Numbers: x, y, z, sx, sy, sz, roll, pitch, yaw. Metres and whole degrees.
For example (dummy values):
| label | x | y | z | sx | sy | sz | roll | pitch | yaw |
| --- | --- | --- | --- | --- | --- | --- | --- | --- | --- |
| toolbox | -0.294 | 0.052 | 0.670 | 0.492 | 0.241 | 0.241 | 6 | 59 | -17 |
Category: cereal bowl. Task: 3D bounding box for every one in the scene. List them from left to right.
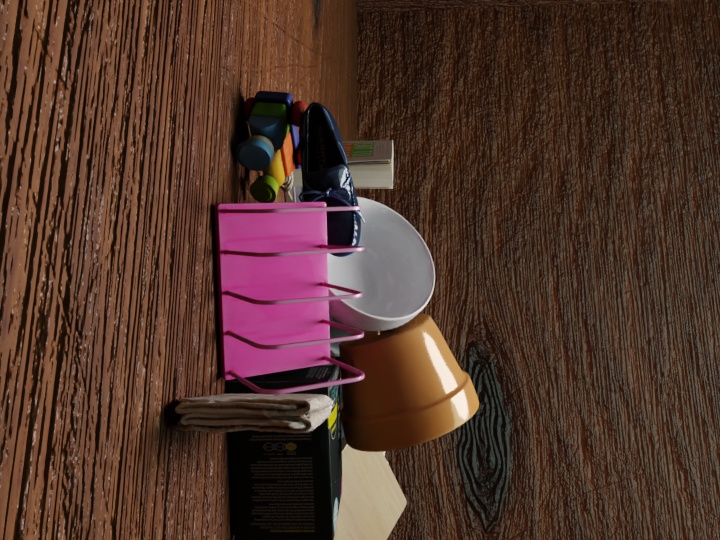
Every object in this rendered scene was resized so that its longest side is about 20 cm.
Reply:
| label | x | y | z | sx | sy | sz | roll | pitch | yaw |
| --- | --- | --- | --- | --- | --- | --- | --- | --- | --- |
| cereal bowl | 0.000 | 0.000 | 0.959 | 0.083 | 0.199 | 0.201 | -50 | -151 | 45 |

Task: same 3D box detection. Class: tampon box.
| label | x | y | z | sx | sy | sz | roll | pitch | yaw |
| --- | --- | --- | --- | --- | --- | --- | --- | --- | --- |
| tampon box | -0.090 | 0.224 | 0.895 | 0.150 | 0.125 | 0.201 | -58 | 146 | -84 |

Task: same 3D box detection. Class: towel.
| label | x | y | z | sx | sy | sz | roll | pitch | yaw |
| --- | --- | --- | --- | --- | --- | --- | --- | --- | --- |
| towel | -0.100 | 0.144 | 0.698 | 0.200 | 0.132 | 0.035 | 65 | 26 | -81 |

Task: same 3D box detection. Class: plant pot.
| label | x | y | z | sx | sy | sz | roll | pitch | yaw |
| --- | --- | --- | --- | --- | --- | --- | --- | --- | --- |
| plant pot | 0.054 | 0.149 | 0.980 | 0.200 | 0.199 | 0.141 | -67 | 141 | -81 |

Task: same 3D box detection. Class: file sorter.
| label | x | y | z | sx | sy | sz | roll | pitch | yaw |
| --- | --- | --- | --- | --- | --- | --- | --- | --- | --- |
| file sorter | -0.073 | 0.025 | 0.771 | 0.125 | 0.138 | 0.201 | 8 | -79 | 59 |

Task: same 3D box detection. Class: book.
| label | x | y | z | sx | sy | sz | roll | pitch | yaw |
| --- | --- | --- | --- | --- | --- | --- | --- | --- | --- |
| book | -0.046 | -0.178 | 1.129 | 0.134 | 0.199 | 0.048 | -85 | 173 | -62 |

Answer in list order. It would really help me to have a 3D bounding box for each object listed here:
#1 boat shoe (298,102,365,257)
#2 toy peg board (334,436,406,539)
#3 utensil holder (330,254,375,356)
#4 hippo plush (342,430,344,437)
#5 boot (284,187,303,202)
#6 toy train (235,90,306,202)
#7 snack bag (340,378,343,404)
| label | x | y | z | sx | sy | sz | roll | pitch | yaw |
| --- | --- | --- | --- | --- | --- | --- | --- | --- | --- |
| boat shoe | -0.050 | -0.116 | 0.879 | 0.069 | 0.084 | 0.201 | 68 | 5 | -81 |
| toy peg board | -0.042 | 0.375 | 1.108 | 0.199 | 0.097 | 0.201 | -49 | 125 | -41 |
| utensil holder | -0.031 | 0.045 | 1.130 | 0.200 | 0.169 | 0.171 | -154 | -119 | -68 |
| hippo plush | -0.053 | 0.318 | 1.206 | 0.159 | 0.160 | 0.201 | 43 | 47 | -86 |
| boot | -0.089 | -0.114 | 1.290 | 0.073 | 0.090 | 0.201 | -86 | 174 | -52 |
| toy train | -0.119 | -0.135 | 0.958 | 0.201 | 0.084 | 0.116 | 85 | 15 | -48 |
| snack bag | -0.046 | 0.207 | 1.234 | 0.021 | 0.188 | 0.200 | -60 | 170 | -18 |
